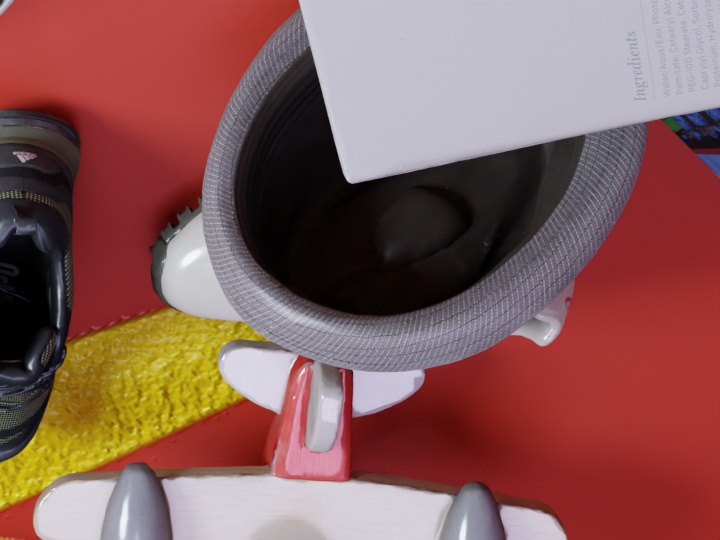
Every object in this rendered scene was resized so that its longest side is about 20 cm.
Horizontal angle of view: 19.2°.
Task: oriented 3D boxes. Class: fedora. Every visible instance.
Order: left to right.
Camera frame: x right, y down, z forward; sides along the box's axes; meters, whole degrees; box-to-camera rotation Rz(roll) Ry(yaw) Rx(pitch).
[{"bbox_3d":[0.030,-0.037,0.913,0.200,0.177,0.090,-53,158,-12],"label":"fedora"}]

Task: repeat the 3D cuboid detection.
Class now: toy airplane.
[{"bbox_3d":[-0.026,0.131,1.036,0.200,0.141,0.199,-31,124,20],"label":"toy airplane"}]

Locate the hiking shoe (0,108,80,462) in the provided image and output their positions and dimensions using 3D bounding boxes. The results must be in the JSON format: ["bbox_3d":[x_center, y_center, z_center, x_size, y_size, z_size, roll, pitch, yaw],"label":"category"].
[{"bbox_3d":[-0.172,0.027,0.976,0.076,0.101,0.200,6,129,-8],"label":"hiking shoe"}]

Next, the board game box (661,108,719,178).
[{"bbox_3d":[0.241,-0.072,0.965,0.151,0.037,0.200,-36,124,23],"label":"board game box"}]

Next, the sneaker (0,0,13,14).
[{"bbox_3d":[-0.186,-0.123,0.844,0.074,0.116,0.200,28,124,-26],"label":"sneaker"}]

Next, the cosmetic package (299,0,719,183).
[{"bbox_3d":[0.073,-0.154,0.780,0.200,0.199,0.123,-13,130,6],"label":"cosmetic package"}]

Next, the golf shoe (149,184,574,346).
[{"bbox_3d":[0.000,0.000,0.976,0.200,0.088,0.077,-6,131,3],"label":"golf shoe"}]
